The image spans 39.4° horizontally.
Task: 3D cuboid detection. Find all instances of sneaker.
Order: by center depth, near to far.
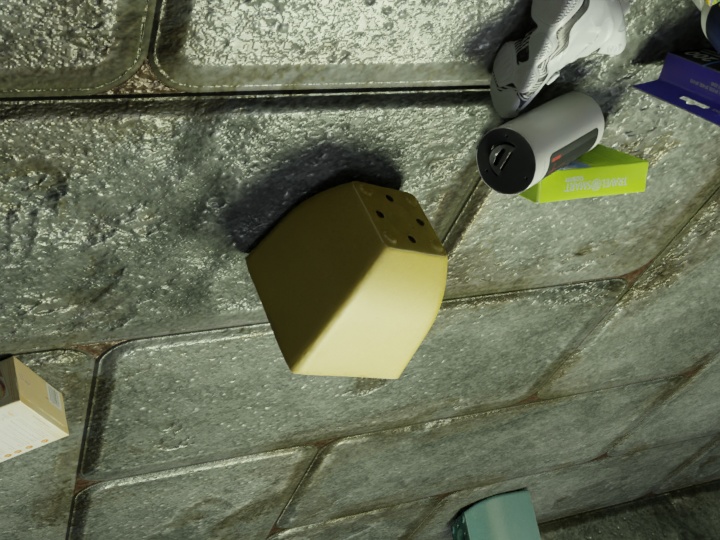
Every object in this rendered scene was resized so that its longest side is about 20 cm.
[{"bbox_3d":[0.231,-0.251,1.146,0.113,0.076,0.201,-3,143,-25],"label":"sneaker"}]

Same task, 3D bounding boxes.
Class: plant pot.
[{"bbox_3d":[0.000,0.000,1.309,0.192,0.197,0.201,8,134,-41],"label":"plant pot"},{"bbox_3d":[0.366,0.740,2.793,0.196,0.199,0.197,3,145,-18],"label":"plant pot"}]

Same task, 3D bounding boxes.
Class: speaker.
[{"bbox_3d":[0.219,-0.156,1.212,0.199,0.082,0.081,-30,166,-48],"label":"speaker"}]

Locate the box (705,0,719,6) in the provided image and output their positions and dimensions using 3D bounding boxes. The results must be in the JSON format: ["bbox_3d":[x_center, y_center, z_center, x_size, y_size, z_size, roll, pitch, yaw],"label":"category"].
[{"bbox_3d":[0.393,-0.397,0.958,0.198,0.124,0.193,-26,151,10],"label":"box"}]

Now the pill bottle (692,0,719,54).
[{"bbox_3d":[0.448,-0.272,1.112,0.109,0.202,0.112,-12,140,-10],"label":"pill bottle"}]

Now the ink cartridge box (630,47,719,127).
[{"bbox_3d":[0.467,-0.230,1.225,0.197,0.198,0.044,-12,119,-18],"label":"ink cartridge box"}]

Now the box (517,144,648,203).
[{"bbox_3d":[0.264,-0.131,1.326,0.197,0.122,0.049,-7,111,-24],"label":"box"}]

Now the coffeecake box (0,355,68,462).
[{"bbox_3d":[-0.542,0.215,1.427,0.197,0.074,0.154,-22,151,1],"label":"coffeecake box"}]
